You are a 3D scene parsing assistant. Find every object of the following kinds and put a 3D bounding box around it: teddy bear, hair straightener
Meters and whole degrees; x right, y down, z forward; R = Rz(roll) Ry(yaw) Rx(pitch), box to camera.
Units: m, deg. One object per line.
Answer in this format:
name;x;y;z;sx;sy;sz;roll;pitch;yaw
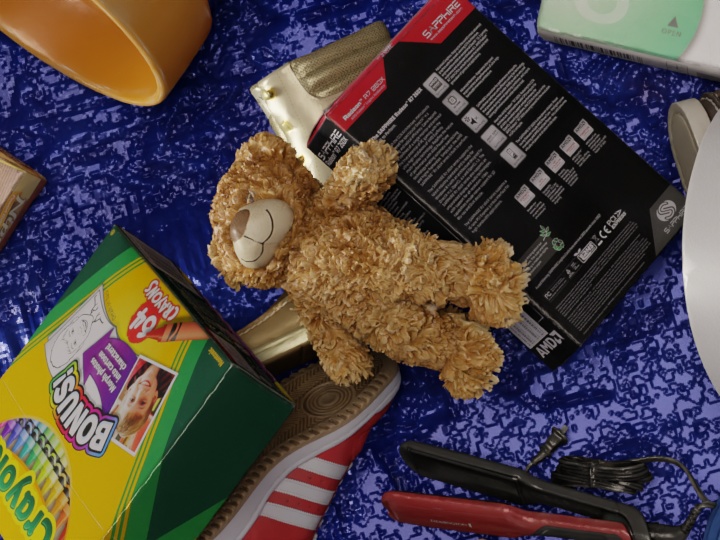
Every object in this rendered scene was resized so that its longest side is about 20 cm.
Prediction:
teddy bear;0.000;0.000;1.468;0.200;0.067;0.145;40;132;3
hair straightener;0.114;0.120;1.527;0.199;0.041;0.077;3;57;24

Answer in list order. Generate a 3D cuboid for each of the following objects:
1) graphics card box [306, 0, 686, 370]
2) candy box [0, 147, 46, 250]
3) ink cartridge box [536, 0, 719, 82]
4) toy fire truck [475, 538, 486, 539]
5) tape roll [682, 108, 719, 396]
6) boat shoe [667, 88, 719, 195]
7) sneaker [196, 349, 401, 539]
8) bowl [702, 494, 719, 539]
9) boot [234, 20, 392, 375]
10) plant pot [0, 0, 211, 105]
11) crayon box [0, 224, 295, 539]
graphics card box;0.082;-0.055;1.512;0.200;0.051;0.126;41;62;2
candy box;-0.310;-0.065;1.622;0.200;0.055;0.116;34;91;11
ink cartridge box;0.206;-0.217;1.553;0.160;0.050;0.201;14;90;10
toy fire truck;0.066;0.204;1.504;0.199;0.049;0.141;21;53;13
tape roll;0.286;-0.009;1.421;0.139;0.202;0.204;-3;84;40
boat shoe;0.237;-0.010;1.517;0.059;0.072;0.201;-19;91;-10
sneaker;-0.037;0.143;1.553;0.200;0.113;0.071;-42;35;-25
bowl;0.294;0.179;1.492;0.199;0.039;0.202;0;93;5
boot;-0.030;-0.040;1.560;0.200;0.073;0.156;-34;84;1
plant pot;-0.146;-0.231;1.551;0.200;0.200;0.184;33;76;11
crayon box;-0.143;0.091;1.515;0.058;0.200;0.173;35;95;-34
